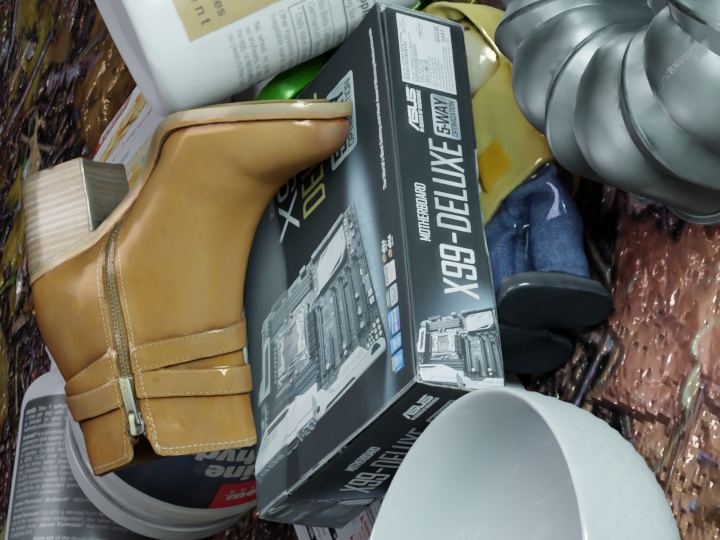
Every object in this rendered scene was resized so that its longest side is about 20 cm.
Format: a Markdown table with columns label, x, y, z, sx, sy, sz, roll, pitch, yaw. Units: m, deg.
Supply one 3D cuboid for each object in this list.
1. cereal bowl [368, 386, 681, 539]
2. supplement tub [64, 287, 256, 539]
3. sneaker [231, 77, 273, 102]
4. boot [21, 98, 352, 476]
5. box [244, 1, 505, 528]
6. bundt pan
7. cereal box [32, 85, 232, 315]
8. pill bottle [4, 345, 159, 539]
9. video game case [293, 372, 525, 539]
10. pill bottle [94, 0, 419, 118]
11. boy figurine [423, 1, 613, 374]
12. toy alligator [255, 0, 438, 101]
| label | x | y | z | sx | sy | sz | roll | pitch | yaw |
| --- | --- | --- | --- | --- | --- | --- | --- | --- | --- |
| cereal bowl | 0.074 | 0.153 | 0.901 | 0.200 | 0.083 | 0.200 | -41 | 42 | 51 |
| supplement tub | -0.081 | 0.050 | 1.198 | 0.200 | 0.140 | 0.141 | 120 | 152 | -51 |
| sneaker | -0.072 | -0.073 | 1.359 | 0.200 | 0.075 | 0.100 | -29 | 35 | 61 |
| boot | -0.074 | 0.008 | 1.033 | 0.200 | 0.077 | 0.155 | -17 | 81 | 26 |
| box | 0.000 | 0.000 | 1.032 | 0.158 | 0.050 | 0.200 | -44 | 43 | 49 |
| bundt pan | 0.126 | -0.120 | 0.890 | 0.202 | 0.076 | 0.202 | -8 | 80 | 54 |
| cereal box | -0.126 | -0.068 | 1.298 | 0.144 | 0.039 | 0.200 | -50 | 18 | 31 |
| pill bottle | -0.160 | 0.127 | 1.372 | 0.116 | 0.116 | 0.200 | -29 | 52 | 58 |
| video game case | 0.028 | 0.112 | 1.094 | 0.182 | 0.022 | 0.200 | -65 | 26 | 24 |
| pill bottle | -0.028 | -0.163 | 1.048 | 0.114 | 0.200 | 0.114 | 61 | 170 | 19 |
| boy figurine | 0.072 | -0.055 | 1.036 | 0.124 | 0.064 | 0.200 | -52 | 37 | 47 |
| toy alligator | 0.020 | -0.143 | 1.135 | 0.200 | 0.059 | 0.054 | -44 | -3 | -15 |
